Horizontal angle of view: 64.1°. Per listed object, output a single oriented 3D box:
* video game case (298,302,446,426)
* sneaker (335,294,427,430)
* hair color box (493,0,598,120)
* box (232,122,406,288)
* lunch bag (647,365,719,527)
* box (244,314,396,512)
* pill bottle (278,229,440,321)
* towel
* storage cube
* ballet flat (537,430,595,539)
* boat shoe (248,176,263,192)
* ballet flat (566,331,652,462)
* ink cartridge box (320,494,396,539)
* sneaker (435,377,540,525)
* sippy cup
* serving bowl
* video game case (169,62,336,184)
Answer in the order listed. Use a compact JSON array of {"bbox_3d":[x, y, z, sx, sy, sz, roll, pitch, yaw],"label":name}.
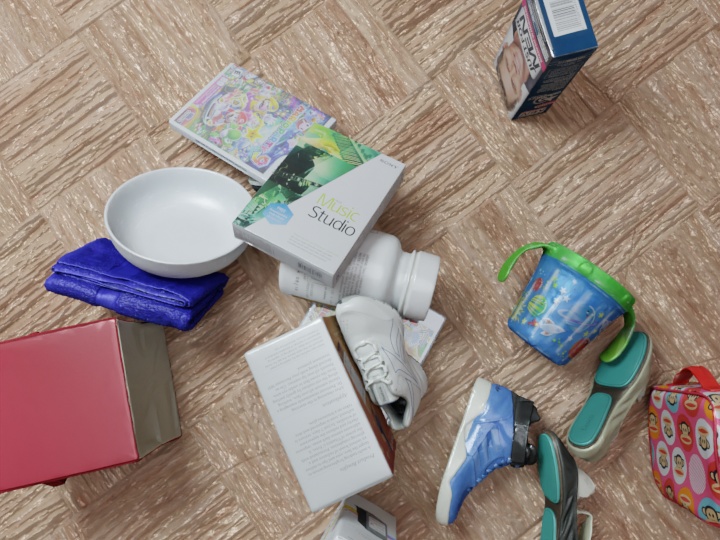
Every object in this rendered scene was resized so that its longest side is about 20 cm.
[{"bbox_3d":[-0.002,0.111,0.827,0.181,0.023,0.201,29,85,4],"label":"video game case"},{"bbox_3d":[0.029,0.116,0.729,0.074,0.087,0.201,-21,117,25],"label":"sneaker"},{"bbox_3d":[0.241,-0.291,0.778,0.060,0.200,0.101,-14,83,-1],"label":"hair color box"},{"bbox_3d":[-0.047,-0.090,0.734,0.144,0.036,0.201,26,59,10],"label":"box"},{"bbox_3d":[0.427,0.208,0.720,0.081,0.200,0.178,-4,84,5],"label":"lunch bag"},{"bbox_3d":[-0.043,0.168,0.732,0.106,0.152,0.201,-25,86,3],"label":"box"},{"bbox_3d":[0.000,0.000,0.772,0.199,0.114,0.115,15,84,3],"label":"pill bottle"},{"bbox_3d":[-0.296,0.009,0.785,0.199,0.148,0.050,17,115,2],"label":"towel"},{"bbox_3d":[-0.358,0.168,0.754,0.178,0.171,0.202,-13,83,-2],"label":"storage cube"},{"bbox_3d":[0.278,0.315,0.782,0.068,0.068,0.202,-1,93,-9],"label":"ballet flat"},{"bbox_3d":[-0.064,-0.117,0.832,0.198,0.076,0.061,3,124,16],"label":"boat shoe"},{"bbox_3d":[0.350,0.176,0.793,0.069,0.070,0.200,38,75,5],"label":"ballet flat"},{"bbox_3d":[-0.023,0.378,0.708,0.085,0.200,0.148,30,85,5],"label":"ink cartridge box"},{"bbox_3d":[0.178,0.259,0.777,0.111,0.077,0.201,19,78,15],"label":"sneaker"},{"bbox_3d":[0.273,0.052,0.781,0.178,0.139,0.131,41,96,29],"label":"sippy cup"},{"bbox_3d":[-0.245,-0.059,0.799,0.198,0.066,0.201,7,45,-7],"label":"serving bowl"},{"bbox_3d":[-0.155,-0.212,0.831,0.199,0.018,0.143,32,67,15],"label":"video game case"}]
